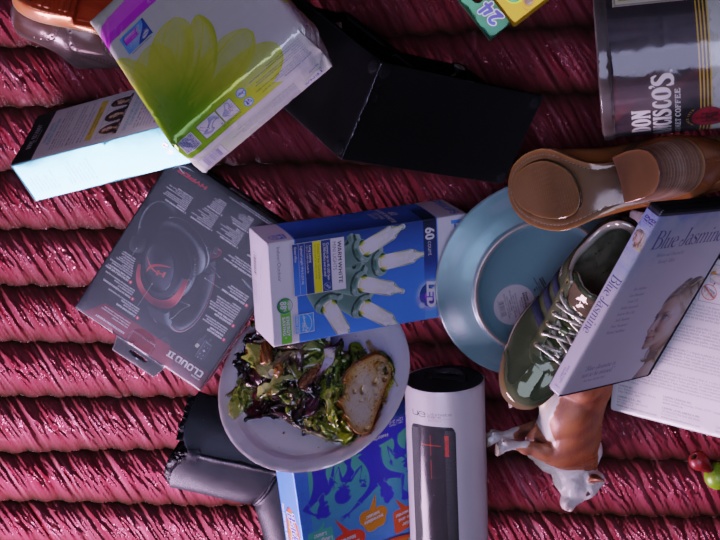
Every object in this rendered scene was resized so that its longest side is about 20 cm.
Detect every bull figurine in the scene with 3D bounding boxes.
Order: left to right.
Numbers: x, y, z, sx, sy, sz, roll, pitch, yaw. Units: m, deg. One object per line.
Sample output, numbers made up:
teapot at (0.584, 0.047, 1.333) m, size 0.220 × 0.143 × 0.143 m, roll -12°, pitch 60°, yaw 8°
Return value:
bull figurine at (0.191, 0.146, 1.383) m, size 0.121 × 0.065 × 0.200 m, roll 1°, pitch 122°, yaw -10°

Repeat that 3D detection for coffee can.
coffee can at (0.304, -0.194, 1.231) m, size 0.200 × 0.146 × 0.147 m, roll -4°, pitch 108°, yaw 11°

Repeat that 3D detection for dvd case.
dvd case at (0.255, 0.022, 1.257) m, size 0.018 × 0.143 × 0.200 m, roll 44°, pitch 124°, yaw 33°

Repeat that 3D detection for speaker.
speaker at (0.086, 0.197, 1.412) m, size 0.081 × 0.081 × 0.200 m, roll 0°, pitch 106°, yaw 9°

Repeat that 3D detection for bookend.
bookend at (0.023, -0.174, 1.301) m, size 0.200 × 0.199 × 0.092 m, roll 6°, pitch 118°, yaw -40°

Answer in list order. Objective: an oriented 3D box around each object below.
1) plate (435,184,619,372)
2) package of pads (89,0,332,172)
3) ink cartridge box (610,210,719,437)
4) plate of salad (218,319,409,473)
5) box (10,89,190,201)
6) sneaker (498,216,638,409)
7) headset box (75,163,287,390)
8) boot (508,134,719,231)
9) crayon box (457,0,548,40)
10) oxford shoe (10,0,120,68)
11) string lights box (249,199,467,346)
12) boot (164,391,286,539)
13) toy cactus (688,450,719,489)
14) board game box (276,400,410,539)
plate at (0.170, 0.012, 1.355) m, size 0.200 × 0.026 × 0.201 m, roll -4°, pitch 111°, yaw -11°
package of pads at (-0.129, -0.200, 1.236) m, size 0.154 × 0.200 × 0.068 m, roll -39°, pitch 143°, yaw 5°
ink cartridge box at (0.321, 0.051, 1.332) m, size 0.161 × 0.050 × 0.200 m, roll 13°, pitch 105°, yaw 38°
plate of salad at (-0.050, 0.099, 1.379) m, size 0.200 × 0.200 × 0.048 m, roll -15°, pitch 146°, yaw 14°
box at (-0.227, -0.128, 1.357) m, size 0.200 × 0.082 × 0.049 m, roll -12°, pitch 128°, yaw 22°
sneaker at (0.190, 0.033, 1.279) m, size 0.067 × 0.090 × 0.200 m, roll 34°, pitch 83°, yaw 5°
headset box at (-0.169, 0.008, 1.388) m, size 0.148 × 0.075 × 0.200 m, roll 33°, pitch 94°, yaw 0°
boot at (0.245, -0.087, 1.279) m, size 0.200 × 0.155 × 0.077 m, roll -16°, pitch 86°, yaw 51°
crayon box at (0.153, -0.309, 1.267) m, size 0.200 × 0.052 × 0.126 m, roll -37°, pitch 99°, yaw 19°
oxford shoe at (-0.236, -0.224, 1.365) m, size 0.200 × 0.071 × 0.073 m, roll 21°, pitch 144°, yaw -5°
string lights box at (0.000, 0.000, 1.347) m, size 0.200 × 0.059 × 0.103 m, roll -10°, pitch 110°, yaw -20°
boot at (-0.120, 0.233, 1.483) m, size 0.168 × 0.076 × 0.201 m, roll 11°, pitch 103°, yaw 2°
toy cactus at (0.435, 0.188, 1.383) m, size 0.200 × 0.102 × 0.165 m, roll -27°, pitch 121°, yaw 15°
board game box at (-0.003, 0.247, 1.443) m, size 0.152 × 0.045 × 0.200 m, roll -17°, pitch 111°, yaw -27°
